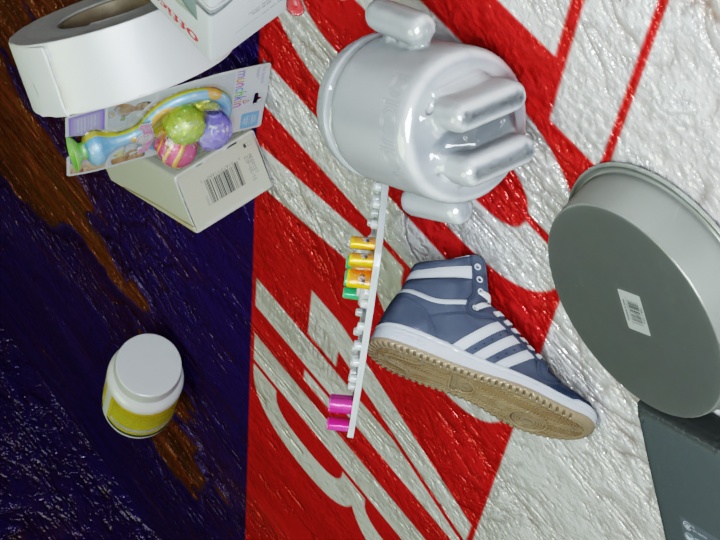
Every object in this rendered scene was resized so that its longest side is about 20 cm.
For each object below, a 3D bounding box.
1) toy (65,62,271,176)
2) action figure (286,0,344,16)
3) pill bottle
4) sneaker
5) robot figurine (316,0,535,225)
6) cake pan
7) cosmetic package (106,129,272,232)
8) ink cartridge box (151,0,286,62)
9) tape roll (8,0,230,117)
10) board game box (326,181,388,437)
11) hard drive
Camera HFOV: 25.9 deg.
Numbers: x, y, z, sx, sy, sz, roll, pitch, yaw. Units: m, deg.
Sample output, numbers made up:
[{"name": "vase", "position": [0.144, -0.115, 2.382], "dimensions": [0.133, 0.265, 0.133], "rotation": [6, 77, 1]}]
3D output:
[{"name": "toy", "position": [-0.177, -0.127, 1.480], "dimensions": [0.115, 0.199, 0.047], "rotation": [110, 143, -64]}, {"name": "action figure", "position": [-0.041, -0.281, 1.174], "dimensions": [0.200, 0.065, 0.052], "rotation": [81, 170, -48]}, {"name": "pill bottle", "position": [-0.319, 0.169, 2.306], "dimensions": [0.114, 0.114, 0.200], "rotation": [53, 158, 10]}, {"name": "sneaker", "position": [0.115, 0.060, 1.312], "dimensions": [0.199, 0.109, 0.070], "rotation": [23, 149, 4]}, {"name": "robot figurine", "position": [0.042, -0.115, 1.150], "dimensions": [0.200, 0.113, 0.170], "rotation": [22, 127, 55]}, {"name": "cake pan", "position": [0.202, 0.020, 1.096], "dimensions": [0.200, 0.037, 0.201], "rotation": [45, 155, 28]}, {"name": "cosmetic package", "position": [-0.192, -0.121, 1.658], "dimensions": [0.200, 0.103, 0.073], "rotation": [30, 146, 51]}, {"name": "ink cartridge box", "position": [-0.125, -0.267, 1.150], "dimensions": [0.146, 0.084, 0.200], "rotation": [47, 162, 13]}, {"name": "tape roll", "position": [-0.222, -0.212, 1.458], "dimensions": [0.202, 0.202, 0.071], "rotation": [20, 132, 57]}, {"name": "board game box", "position": [0.000, 0.000, 1.293], "dimensions": [0.200, 0.026, 0.201], "rotation": [-84, 2, -49]}, {"name": "hard drive", "position": [0.278, 0.195, 1.175], "dimensions": [0.139, 0.033, 0.201], "rotation": [30, 146, 50]}]
